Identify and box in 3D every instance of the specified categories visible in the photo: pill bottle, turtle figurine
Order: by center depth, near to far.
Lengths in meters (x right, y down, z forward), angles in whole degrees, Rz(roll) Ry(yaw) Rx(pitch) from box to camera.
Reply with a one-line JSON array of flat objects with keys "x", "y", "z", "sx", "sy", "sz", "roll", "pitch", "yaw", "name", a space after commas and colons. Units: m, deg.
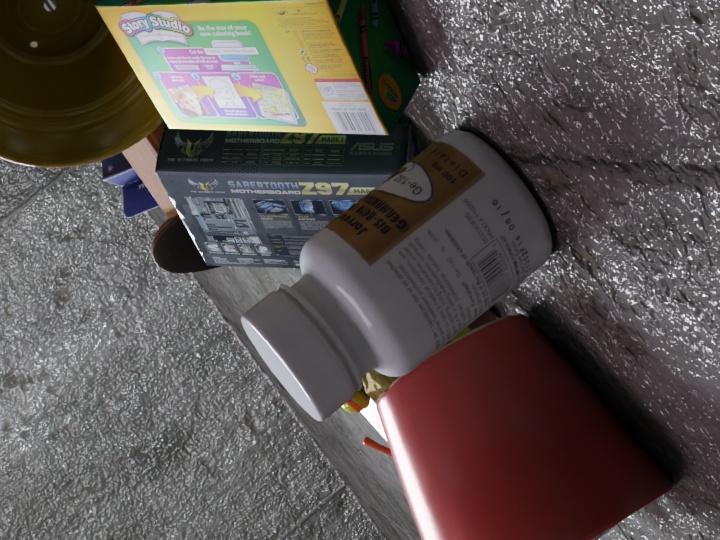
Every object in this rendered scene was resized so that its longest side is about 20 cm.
[{"x": 0.022, "y": 0.006, "z": 0.944, "sx": 0.115, "sy": 0.200, "sz": 0.114, "roll": 49, "pitch": 168, "yaw": 14, "name": "pill bottle"}, {"x": 0.028, "y": 0.064, "z": 1.177, "sx": 0.200, "sy": 0.161, "sz": 0.064, "roll": 46, "pitch": -179, "yaw": -16, "name": "turtle figurine"}]

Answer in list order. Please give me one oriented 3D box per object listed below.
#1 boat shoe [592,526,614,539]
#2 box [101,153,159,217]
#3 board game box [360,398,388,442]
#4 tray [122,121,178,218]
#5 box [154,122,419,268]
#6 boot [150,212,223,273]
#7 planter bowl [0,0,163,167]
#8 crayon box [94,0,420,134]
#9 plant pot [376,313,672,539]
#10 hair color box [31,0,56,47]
[{"x": 0.160, "y": 0.149, "z": 1.232, "sx": 0.202, "sy": 0.065, "sz": 0.074, "roll": 54, "pitch": -170, "yaw": 20, "name": "boat shoe"}, {"x": -0.198, "y": -0.162, "z": 1.323, "sx": 0.032, "sy": 0.120, "sz": 0.202, "roll": 15, "pitch": -117, "yaw": -53, "name": "box"}, {"x": 0.045, "y": 0.097, "z": 1.340, "sx": 0.200, "sy": 0.126, "sz": 0.035, "roll": 45, "pitch": 143, "yaw": 32, "name": "board game box"}, {"x": -0.147, "y": -0.147, "z": 1.249, "sx": 0.037, "sy": 0.200, "sz": 0.099, "roll": -17, "pitch": 119, "yaw": 33, "name": "tray"}, {"x": -0.047, "y": -0.057, "z": 1.114, "sx": 0.158, "sy": 0.198, "sz": 0.051, "roll": 69, "pitch": -155, "yaw": -61, "name": "box"}, {"x": -0.108, "y": -0.069, "z": 1.253, "sx": 0.075, "sy": 0.199, "sz": 0.074, "roll": 44, "pitch": 162, "yaw": 42, "name": "boot"}, {"x": -0.230, "y": -0.184, "z": 1.046, "sx": 0.201, "sy": 0.199, "sz": 0.084, "roll": 62, "pitch": -178, "yaw": -41, "name": "planter bowl"}, {"x": -0.072, "y": -0.157, "z": 0.957, "sx": 0.199, "sy": 0.058, "sz": 0.119, "roll": 6, "pitch": 141, "yaw": 32, "name": "crayon box"}, {"x": 0.114, "y": 0.145, "z": 1.086, "sx": 0.178, "sy": 0.199, "sz": 0.201, "roll": 59, "pitch": 171, "yaw": 15, "name": "plant pot"}, {"x": -0.249, "y": -0.268, "z": 1.201, "sx": 0.110, "sy": 0.200, "sz": 0.065, "roll": 56, "pitch": 167, "yaw": -19, "name": "hair color box"}]
